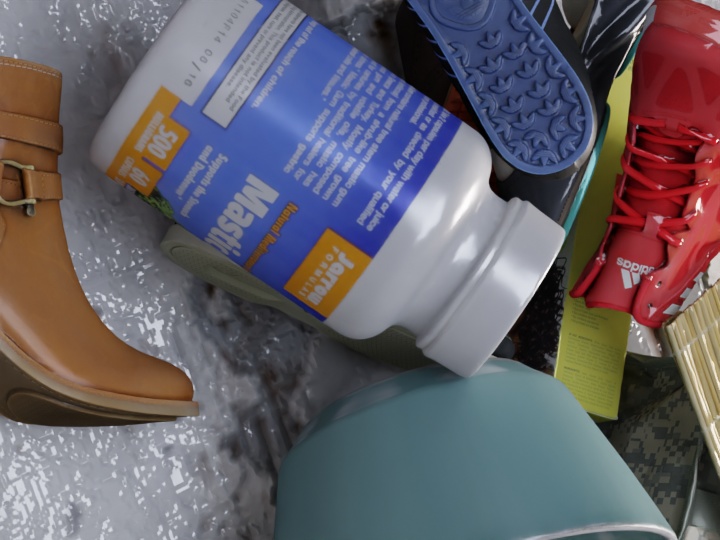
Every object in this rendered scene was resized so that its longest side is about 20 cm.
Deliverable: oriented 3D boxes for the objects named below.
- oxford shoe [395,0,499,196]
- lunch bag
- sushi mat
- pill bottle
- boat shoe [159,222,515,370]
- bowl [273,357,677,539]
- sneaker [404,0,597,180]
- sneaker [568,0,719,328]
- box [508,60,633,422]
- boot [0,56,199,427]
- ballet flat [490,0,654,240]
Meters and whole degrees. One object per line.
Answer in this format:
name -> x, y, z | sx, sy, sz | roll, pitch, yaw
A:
oxford shoe -> 0.054, -0.097, 1.389 | 0.071, 0.072, 0.200 | 8, 91, -37
lunch bag -> 0.184, 0.153, 1.427 | 0.164, 0.117, 0.200 | 19, 81, -36
sushi mat -> 0.211, 0.094, 1.370 | 0.096, 0.012, 0.200 | -30, 106, -35
pill bottle -> -0.012, -0.040, 1.235 | 0.200, 0.112, 0.112 | 34, 65, -2
boat shoe -> 0.000, 0.000, 1.338 | 0.200, 0.072, 0.068 | 28, 70, -26
bowl -> 0.039, 0.111, 1.301 | 0.201, 0.201, 0.105 | -3, 66, -35
sneaker -> 0.051, -0.133, 1.271 | 0.070, 0.078, 0.200 | -23, 88, 4
sneaker -> 0.150, -0.037, 1.310 | 0.116, 0.078, 0.200 | -61, 157, -20
box -> 0.107, -0.024, 1.415 | 0.050, 0.075, 0.200 | 19, 74, -34
boot -> -0.148, -0.015, 1.237 | 0.200, 0.074, 0.155 | 18, 71, -35
ballet flat -> 0.099, -0.097, 1.342 | 0.073, 0.073, 0.200 | 27, 85, -30
